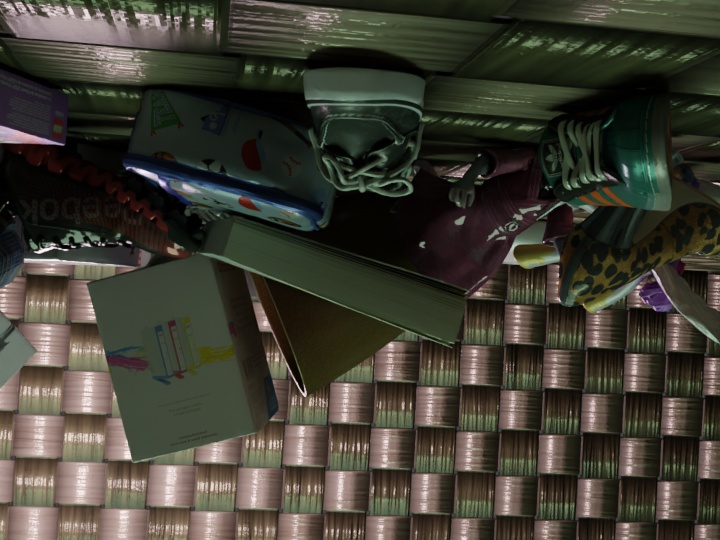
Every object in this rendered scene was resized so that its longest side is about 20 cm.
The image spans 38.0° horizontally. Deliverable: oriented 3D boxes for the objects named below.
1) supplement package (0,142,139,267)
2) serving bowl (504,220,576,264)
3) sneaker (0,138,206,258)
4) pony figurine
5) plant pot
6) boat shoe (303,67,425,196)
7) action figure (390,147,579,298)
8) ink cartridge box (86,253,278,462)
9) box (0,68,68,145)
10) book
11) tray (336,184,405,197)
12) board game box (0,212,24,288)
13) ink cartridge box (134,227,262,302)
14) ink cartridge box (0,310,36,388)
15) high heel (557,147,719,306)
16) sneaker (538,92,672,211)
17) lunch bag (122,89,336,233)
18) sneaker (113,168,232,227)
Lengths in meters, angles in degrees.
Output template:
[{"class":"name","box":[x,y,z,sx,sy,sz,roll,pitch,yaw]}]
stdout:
[{"class":"supplement package","box":[-0.336,-0.067,1.073,0.199,0.118,0.117,3,178,29]},{"class":"serving bowl","box":[0.260,-0.044,1.711,0.199,0.066,0.200,3,178,0]},{"class":"sneaker","box":[-0.227,-0.047,0.884,0.200,0.098,0.071,26,-179,11]},{"class":"pony figurine","box":[0.280,-0.020,1.016,0.193,0.167,0.200,32,148,-24]},{"class":"plant pot","box":[0.000,0.000,1.034,0.199,0.187,0.186,-22,-178,-8]},{"class":"boat shoe","box":[0.003,-0.082,0.664,0.073,0.068,0.199,3,179,2]},{"class":"action figure","box":[0.130,-0.053,0.906,0.200,0.134,0.149,-29,-159,33]},{"class":"ink cartridge box","box":[-0.171,0.065,1.020,0.125,0.201,0.129,-15,180,5]},{"class":"box","box":[-0.296,-0.114,0.661,0.136,0.039,0.200,3,179,14]},{"class":"book","box":[-0.028,0.006,0.863,0.199,0.048,0.134,19,176,-17]},{"class":"tray","box":[-0.046,-0.090,1.150,0.098,0.037,0.200,4,179,-32]},{"class":"board game box","box":[-0.374,-0.066,0.896,0.200,0.062,0.200,38,-178,-10]},{"class":"ink cartridge box","box":[-0.183,-0.041,1.188,0.084,0.147,0.200,5,177,-33]},{"class":"ink cartridge box","box":[-0.407,0.033,0.988,0.145,0.083,0.200,38,163,13]},{"class":"high heel","box":[0.232,-0.011,0.859,0.071,0.143,0.200,38,-175,39]},{"class":"sneaker","box":[0.157,-0.072,0.683,0.079,0.072,0.200,-1,179,8]},{"class":"lunch bag","box":[-0.096,-0.078,0.792,0.159,0.076,0.200,13,177,-2]},{"class":"sneaker","box":[-0.152,-0.082,1.010,0.198,0.080,0.130,-17,-173,21]}]
